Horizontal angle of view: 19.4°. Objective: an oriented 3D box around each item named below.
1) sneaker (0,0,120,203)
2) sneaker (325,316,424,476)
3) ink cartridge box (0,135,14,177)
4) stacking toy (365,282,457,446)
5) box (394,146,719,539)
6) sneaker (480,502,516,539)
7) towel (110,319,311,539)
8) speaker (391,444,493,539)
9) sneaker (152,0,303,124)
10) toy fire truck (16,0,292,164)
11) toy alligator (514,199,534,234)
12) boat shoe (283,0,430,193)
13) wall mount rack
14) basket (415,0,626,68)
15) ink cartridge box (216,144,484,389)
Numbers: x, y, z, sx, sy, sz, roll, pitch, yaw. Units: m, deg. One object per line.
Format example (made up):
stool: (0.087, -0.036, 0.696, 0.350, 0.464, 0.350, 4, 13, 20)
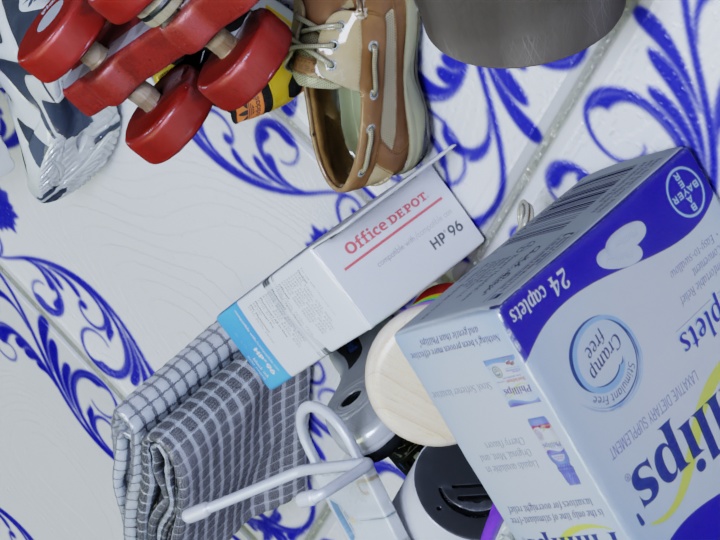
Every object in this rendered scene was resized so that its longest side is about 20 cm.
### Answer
sneaker: (-0.253, -0.151, 1.616, 0.130, 0.079, 0.199, 48, 156, 22)
sneaker: (0.034, 0.106, 1.439, 0.112, 0.073, 0.200, 54, -170, -16)
ink cartridge box: (-0.356, -0.170, 1.633, 0.147, 0.086, 0.200, 79, 165, -63)
stacking toy: (0.055, 0.048, 1.322, 0.085, 0.085, 0.200, 55, -170, -4)
box: (0.152, 0.064, 1.202, 0.105, 0.184, 0.200, -16, 108, 55)
sneaker: (0.117, 0.126, 1.292, 0.070, 0.200, 0.099, 43, 151, -18)
towel: (-0.113, 0.141, 1.635, 0.085, 0.166, 0.200, 30, 142, 23)
speaker: (0.047, 0.188, 1.404, 0.081, 0.081, 0.200, 44, 147, 14)
sneaker: (-0.121, -0.162, 1.418, 0.200, 0.090, 0.070, 30, 142, 31)
toy fire truck: (-0.110, -0.176, 1.300, 0.112, 0.168, 0.200, 37, 139, -23)
toy alligator: (0.115, 0.031, 1.343, 0.054, 0.059, 0.200, 5, 138, -2)
boat shoe: (-0.008, -0.137, 1.310, 0.076, 0.074, 0.201, 17, 131, 43)
wall mount rack: (-0.026, 0.189, 1.362, 0.174, 0.074, 0.201, -17, 101, 59)
basket: (0.073, -0.217, 1.086, 0.180, 0.136, 0.200, 28, 144, 40)
ink cartridge box: (0.000, 0.000, 1.396, 0.068, 0.116, 0.200, 53, 148, -1)
